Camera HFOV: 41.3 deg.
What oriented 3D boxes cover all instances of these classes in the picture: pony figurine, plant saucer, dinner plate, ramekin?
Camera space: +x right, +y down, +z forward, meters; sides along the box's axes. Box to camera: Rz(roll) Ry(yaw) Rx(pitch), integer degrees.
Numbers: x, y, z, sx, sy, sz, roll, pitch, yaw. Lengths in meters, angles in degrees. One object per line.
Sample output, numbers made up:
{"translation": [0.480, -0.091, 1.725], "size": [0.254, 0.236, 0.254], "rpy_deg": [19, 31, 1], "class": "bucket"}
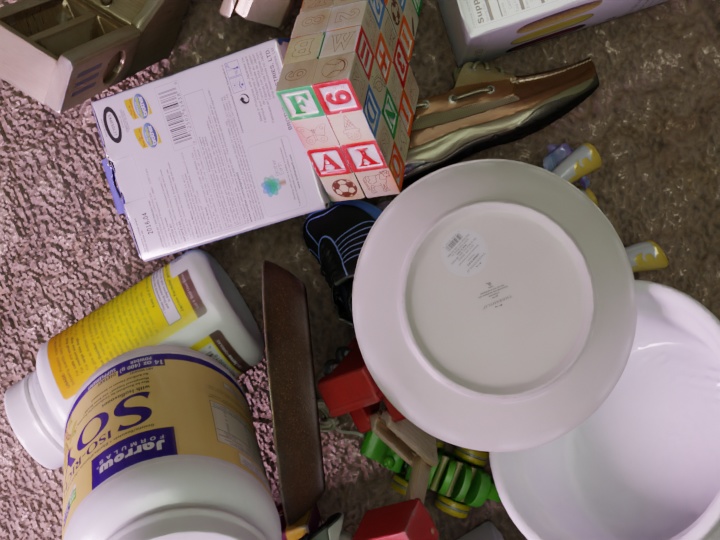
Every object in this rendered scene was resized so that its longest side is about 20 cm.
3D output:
{"translation": [0.124, -0.012, 0.770], "size": [0.199, 0.166, 0.194], "rpy_deg": [-37, 97, -15], "class": "pony figurine"}
{"translation": [-0.050, 0.091, 0.735], "size": [0.034, 0.200, 0.204], "rpy_deg": [-5, 90, -2], "class": "plant saucer"}
{"translation": [0.093, 0.020, 0.649], "size": [0.197, 0.024, 0.203], "rpy_deg": [0, 79, 0], "class": "dinner plate"}
{"translation": [0.199, 0.117, 0.683], "size": [0.097, 0.200, 0.203], "rpy_deg": [25, 90, -42], "class": "ramekin"}

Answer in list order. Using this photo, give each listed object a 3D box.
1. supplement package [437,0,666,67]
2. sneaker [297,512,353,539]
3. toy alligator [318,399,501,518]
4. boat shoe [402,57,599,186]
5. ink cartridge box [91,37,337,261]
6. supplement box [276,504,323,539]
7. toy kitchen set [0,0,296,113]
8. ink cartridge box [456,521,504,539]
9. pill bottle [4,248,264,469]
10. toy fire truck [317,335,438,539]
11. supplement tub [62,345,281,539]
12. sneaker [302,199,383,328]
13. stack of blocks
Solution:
{"translation": [0.161, -0.256, 0.776], "size": [0.197, 0.114, 0.111], "rpy_deg": [-18, 88, 2], "class": "supplement package"}
{"translation": [-0.071, 0.272, 0.694], "size": [0.199, 0.074, 0.089], "rpy_deg": [-35, 87, 0], "class": "sneaker"}
{"translation": [0.043, 0.160, 0.804], "size": [0.198, 0.054, 0.060], "rpy_deg": [23, 90, 1], "class": "toy alligator"}
{"translation": [0.099, -0.139, 0.797], "size": [0.198, 0.076, 0.075], "rpy_deg": [-22, 86, 0], "class": "boat shoe"}
{"translation": [-0.128, -0.094, 0.779], "size": [0.197, 0.076, 0.138], "rpy_deg": [-15, 97, 13], "class": "ink cartridge box"}
{"translation": [-0.115, 0.284, 0.783], "size": [0.197, 0.103, 0.133], "rpy_deg": [-18, 90, 1], "class": "supplement box"}
{"translation": [-0.148, -0.224, 0.713], "size": [0.162, 0.181, 0.201], "rpy_deg": [31, 122, 3], "class": "toy kitchen set"}
{"translation": [0.111, 0.300, 0.732], "size": [0.083, 0.200, 0.145], "rpy_deg": [-31, 89, 4], "class": "ink cartridge box"}
{"translation": [-0.185, 0.077, 0.782], "size": [0.198, 0.109, 0.110], "rpy_deg": [-32, 89, 0], "class": "pill bottle"}
{"translation": [0.028, 0.119, 0.746], "size": [0.048, 0.200, 0.142], "rpy_deg": [-21, 102, 26], "class": "toy fire truck"}
{"translation": [-0.133, 0.161, 0.660], "size": [0.143, 0.200, 0.147], "rpy_deg": [-7, 118, -13], "class": "supplement tub"}
{"translation": [0.000, 0.000, 0.741], "size": [0.077, 0.199, 0.071], "rpy_deg": [-24, 121, -29], "class": "sneaker"}
{"translation": [0.001, -0.169, 0.746], "size": [0.058, 0.116, 0.202], "rpy_deg": [-5, 51, 22], "class": "stack of blocks"}
